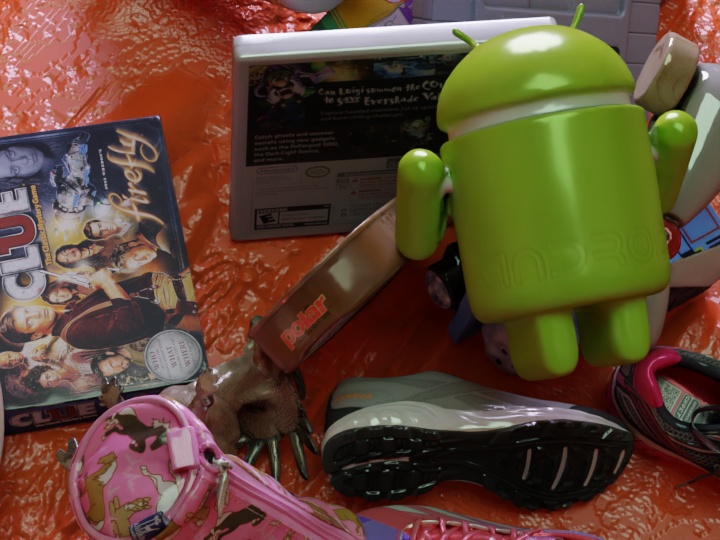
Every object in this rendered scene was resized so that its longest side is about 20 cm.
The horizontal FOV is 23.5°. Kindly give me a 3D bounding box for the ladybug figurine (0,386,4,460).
[{"bbox_3d":[-0.276,0.104,1.017,0.134,0.072,0.202,5,62,-5],"label":"ladybug figurine"}]

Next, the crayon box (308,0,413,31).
[{"bbox_3d":[0.049,-0.163,1.216,0.118,0.058,0.200,34,62,14],"label":"crayon box"}]

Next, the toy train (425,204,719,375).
[{"bbox_3d":[0.141,-0.006,1.122,0.198,0.087,0.115,-26,71,-20],"label":"toy train"}]

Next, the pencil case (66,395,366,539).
[{"bbox_3d":[-0.070,0.138,0.937,0.086,0.200,0.083,35,86,39],"label":"pencil case"}]

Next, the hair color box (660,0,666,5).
[{"bbox_3d":[0.161,-0.287,1.277,0.060,0.100,0.200,-37,70,-27],"label":"hair color box"}]

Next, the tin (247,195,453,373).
[{"bbox_3d":[0.000,0.000,1.053,0.042,0.112,0.200,43,26,3],"label":"tin"}]

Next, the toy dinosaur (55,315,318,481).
[{"bbox_3d":[-0.097,0.120,1.025,0.086,0.135,0.201,30,89,41],"label":"toy dinosaur"}]

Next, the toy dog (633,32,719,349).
[{"bbox_3d":[0.188,-0.050,1.071,0.132,0.096,0.200,44,85,1],"label":"toy dog"}]

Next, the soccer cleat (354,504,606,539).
[{"bbox_3d":[0.077,0.170,1.014,0.197,0.077,0.067,12,59,1],"label":"soccer cleat"}]

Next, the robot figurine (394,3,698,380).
[{"bbox_3d":[0.106,-0.043,0.959,0.173,0.116,0.203,-10,87,-10],"label":"robot figurine"}]

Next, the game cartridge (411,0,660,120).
[{"bbox_3d":[0.121,-0.161,1.159,0.198,0.038,0.131,-2,97,-34],"label":"game cartridge"}]

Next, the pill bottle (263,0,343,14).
[{"bbox_3d":[-0.094,-0.255,1.203,0.199,0.113,0.112,22,57,34],"label":"pill bottle"}]

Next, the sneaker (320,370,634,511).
[{"bbox_3d":[0.073,0.095,1.063,0.197,0.075,0.080,6,35,-9],"label":"sneaker"}]

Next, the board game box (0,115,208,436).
[{"bbox_3d":[-0.178,-0.001,1.112,0.134,0.035,0.202,-9,61,-11],"label":"board game box"}]

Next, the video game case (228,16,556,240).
[{"bbox_3d":[0.016,-0.087,1.097,0.197,0.183,0.024,-4,56,-8],"label":"video game case"}]

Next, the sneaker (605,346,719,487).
[{"bbox_3d":[0.246,0.109,1.060,0.198,0.075,0.081,22,76,3],"label":"sneaker"}]
